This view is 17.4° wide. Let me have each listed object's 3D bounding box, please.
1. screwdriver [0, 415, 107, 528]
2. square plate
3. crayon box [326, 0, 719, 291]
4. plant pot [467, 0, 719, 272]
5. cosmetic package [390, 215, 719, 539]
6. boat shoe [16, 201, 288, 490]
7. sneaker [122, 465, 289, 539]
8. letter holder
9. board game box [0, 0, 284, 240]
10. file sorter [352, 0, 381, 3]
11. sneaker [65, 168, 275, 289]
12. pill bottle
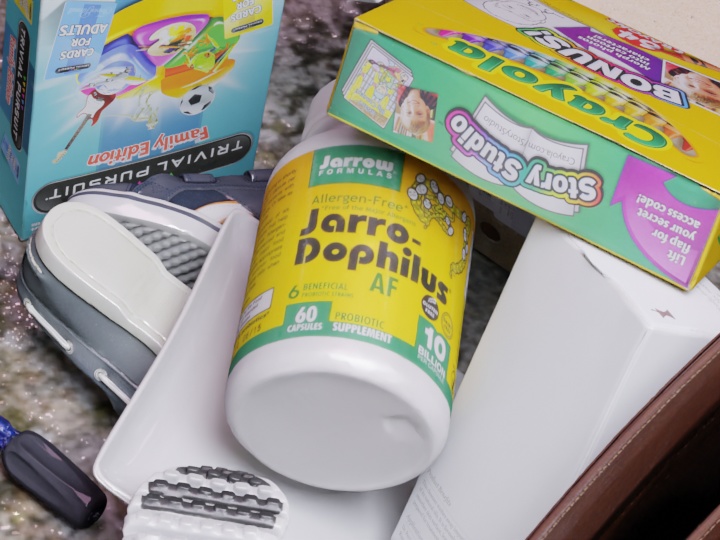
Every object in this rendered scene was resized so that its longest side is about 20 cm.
[{"bbox_3d":[-0.211,0.069,1.230,0.199,0.028,0.029,36,22,15],"label":"screwdriver"},{"bbox_3d":[-0.026,0.093,1.213,0.198,0.028,0.201,37,46,-11],"label":"square plate"},{"bbox_3d":[0.108,-0.079,1.170,0.199,0.059,0.172,26,24,15],"label":"crayon box"},{"bbox_3d":[0.130,-0.100,1.362,0.199,0.200,0.177,36,60,19],"label":"plant pot"},{"bbox_3d":[0.102,0.084,1.139,0.081,0.201,0.113,10,27,-33],"label":"cosmetic package"},{"bbox_3d":[-0.104,0.052,1.248,0.200,0.062,0.073,45,40,0],"label":"boat shoe"},{"bbox_3d":[-0.077,0.155,1.061,0.075,0.082,0.200,10,25,3],"label":"sneaker"},{"bbox_3d":[0.167,0.130,1.045,0.142,0.200,0.101,27,19,-45],"label":"letter holder"},{"bbox_3d":[-0.121,-0.117,1.302,0.150,0.201,0.047,-17,53,-25],"label":"board game box"},{"bbox_3d":[0.003,-0.242,1.318,0.138,0.125,0.200,-34,17,-12],"label":"file sorter"},{"bbox_3d":[-0.069,-0.016,1.309,0.199,0.079,0.080,19,51,-11],"label":"sneaker"},{"bbox_3d":[0.000,0.000,1.195,0.112,0.113,0.201,12,52,-2],"label":"pill bottle"}]
